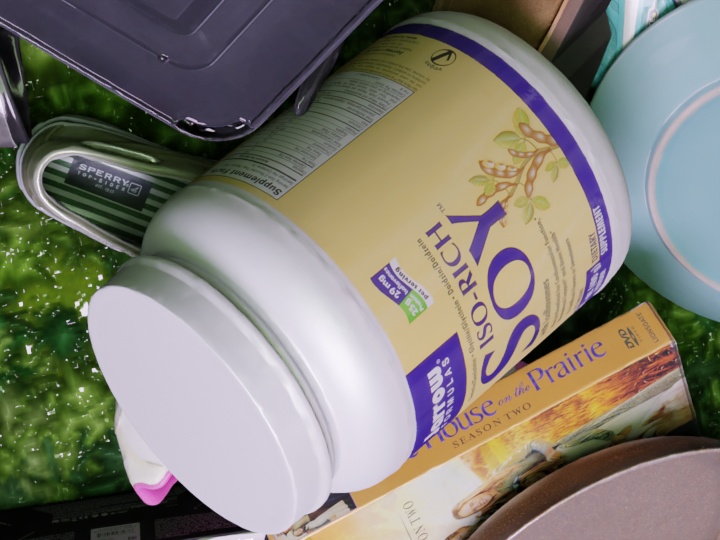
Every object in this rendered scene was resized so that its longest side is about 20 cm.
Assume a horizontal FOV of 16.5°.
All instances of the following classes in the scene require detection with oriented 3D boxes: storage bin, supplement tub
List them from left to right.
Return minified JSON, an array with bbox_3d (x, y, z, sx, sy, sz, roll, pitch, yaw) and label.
[{"bbox_3d":[-0.090,-0.157,0.940,0.199,0.094,0.135,30,133,-21],"label":"storage bin"},{"bbox_3d":[0.000,0.000,1.035,0.200,0.145,0.146,-40,108,-27],"label":"supplement tub"}]

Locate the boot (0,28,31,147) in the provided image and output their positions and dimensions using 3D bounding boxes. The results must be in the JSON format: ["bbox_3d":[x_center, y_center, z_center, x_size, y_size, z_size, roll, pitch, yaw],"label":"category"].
[{"bbox_3d":[-0.205,-0.045,1.097,0.131,0.070,0.201,-14,108,0],"label":"boot"}]

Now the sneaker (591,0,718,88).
[{"bbox_3d":[0.098,-0.171,1.093,0.079,0.078,0.201,-20,105,13],"label":"sneaker"}]

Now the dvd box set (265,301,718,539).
[{"bbox_3d":[0.063,0.108,1.139,0.199,0.029,0.147,-27,141,-4],"label":"dvd box set"}]

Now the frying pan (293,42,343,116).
[{"bbox_3d":[0.007,-0.149,1.060,0.031,0.115,0.191,25,86,6],"label":"frying pan"}]

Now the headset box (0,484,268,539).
[{"bbox_3d":[-0.102,0.210,1.176,0.148,0.077,0.201,-9,107,-3],"label":"headset box"}]

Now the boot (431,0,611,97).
[{"bbox_3d":[0.080,-0.140,1.049,0.075,0.074,0.201,36,133,14],"label":"boot"}]

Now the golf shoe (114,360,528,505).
[{"bbox_3d":[-0.016,0.071,1.133,0.199,0.075,0.092,3,65,-1],"label":"golf shoe"}]

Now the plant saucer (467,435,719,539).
[{"bbox_3d":[0.109,0.141,1.154,0.199,0.032,0.201,-19,142,-15],"label":"plant saucer"}]

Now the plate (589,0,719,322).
[{"bbox_3d":[0.197,-0.041,1.116,0.199,0.026,0.201,6,131,7],"label":"plate"}]

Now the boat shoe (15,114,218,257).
[{"bbox_3d":[-0.061,-0.014,1.124,0.199,0.062,0.072,16,103,-11],"label":"boat shoe"}]
